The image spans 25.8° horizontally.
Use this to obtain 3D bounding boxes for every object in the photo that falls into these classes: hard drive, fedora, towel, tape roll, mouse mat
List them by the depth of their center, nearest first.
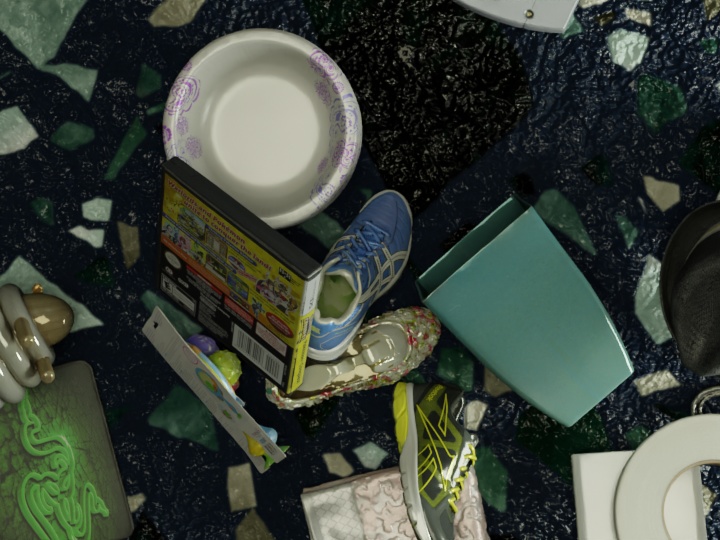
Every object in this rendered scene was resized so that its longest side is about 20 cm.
[{"bbox_3d":[0.360,0.034,1.552,0.200,0.091,0.202,18,120,34],"label":"fedora"},{"bbox_3d":[0.356,0.246,1.588,0.201,0.037,0.205,-1,80,6],"label":"tape roll"},{"bbox_3d":[0.290,0.287,1.620,0.131,0.026,0.202,-4,78,5],"label":"hard drive"},{"bbox_3d":[0.046,0.307,1.659,0.189,0.032,0.202,-13,92,4],"label":"towel"},{"bbox_3d":[-0.341,0.209,1.694,0.160,0.008,0.202,-15,92,4],"label":"mouse mat"}]

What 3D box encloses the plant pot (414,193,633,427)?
[{"bbox_3d":[0.173,0.050,1.590,0.141,0.141,0.200,-40,96,4],"label":"plant pot"}]

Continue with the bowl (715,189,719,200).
[{"bbox_3d":[0.460,-0.038,1.589,0.199,0.090,0.203,0,93,4],"label":"bowl"}]

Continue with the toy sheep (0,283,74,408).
[{"bbox_3d":[-0.389,0.085,1.630,0.199,0.138,0.139,-25,90,-7],"label":"toy sheep"}]

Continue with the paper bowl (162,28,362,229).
[{"bbox_3d":[-0.097,-0.143,1.616,0.199,0.104,0.202,0,93,4],"label":"paper bowl"}]

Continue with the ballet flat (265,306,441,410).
[{"bbox_3d":[-0.007,0.097,1.639,0.199,0.064,0.076,-25,89,4],"label":"ballet flat"}]

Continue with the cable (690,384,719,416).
[{"bbox_3d":[0.442,0.131,1.614,0.198,0.050,0.098,6,97,3],"label":"cable"}]

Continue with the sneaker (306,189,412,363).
[{"bbox_3d":[0.000,0.000,1.606,0.075,0.077,0.201,24,68,6],"label":"sneaker"}]

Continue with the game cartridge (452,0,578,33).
[{"bbox_3d":[0.141,-0.332,1.628,0.199,0.042,0.134,26,98,3],"label":"game cartridge"}]

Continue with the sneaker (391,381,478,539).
[{"bbox_3d":[0.082,0.199,1.600,0.084,0.075,0.201,-11,65,4],"label":"sneaker"}]

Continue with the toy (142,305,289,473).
[{"bbox_3d":[-0.143,0.116,1.635,0.047,0.115,0.200,-37,87,-22],"label":"toy"}]

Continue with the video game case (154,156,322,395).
[{"bbox_3d":[-0.127,0.007,1.574,0.200,0.181,0.025,37,52,22],"label":"video game case"}]
